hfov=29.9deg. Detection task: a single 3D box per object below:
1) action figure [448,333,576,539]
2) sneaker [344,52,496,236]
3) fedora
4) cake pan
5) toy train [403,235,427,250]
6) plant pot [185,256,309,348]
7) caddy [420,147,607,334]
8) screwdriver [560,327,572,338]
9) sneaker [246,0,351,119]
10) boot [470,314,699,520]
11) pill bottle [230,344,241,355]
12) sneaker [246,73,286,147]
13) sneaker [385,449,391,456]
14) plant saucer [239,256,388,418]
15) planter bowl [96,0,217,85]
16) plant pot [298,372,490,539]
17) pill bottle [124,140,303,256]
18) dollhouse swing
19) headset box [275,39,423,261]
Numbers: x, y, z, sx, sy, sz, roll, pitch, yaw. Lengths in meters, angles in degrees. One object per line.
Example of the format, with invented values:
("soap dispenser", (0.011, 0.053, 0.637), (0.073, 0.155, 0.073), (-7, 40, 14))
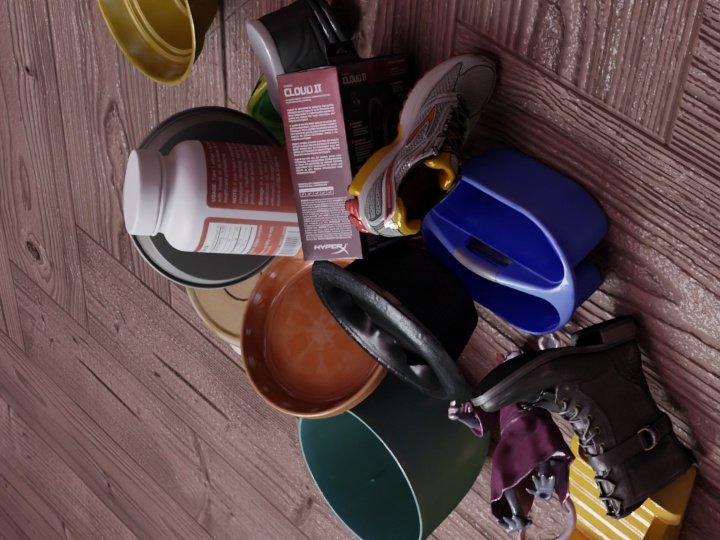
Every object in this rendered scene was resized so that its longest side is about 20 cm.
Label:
("action figure", (0.177, 0.158, 1.372), (0.133, 0.201, 0.149), (-26, 128, 22))
("sneaker", (0.073, -0.111, 1.245), (0.082, 0.201, 0.078), (20, 164, 48))
("fedora", (0.047, 0.036, 1.339), (0.200, 0.092, 0.201), (40, 163, 14))
("cake pan", (-0.159, -0.078, 1.474), (0.202, 0.199, 0.037), (67, 164, -15))
("toy train", (0.033, -0.086, 1.432), (0.149, 0.055, 0.203), (-7, 98, 34))
("plant pot", (-0.136, 0.004, 1.584), (0.198, 0.027, 0.203), (9, 109, 28))
("caddy", (0.140, -0.026, 1.289), (0.199, 0.104, 0.143), (32, 141, 34))
("screwdriver", (0.164, 0.025, 1.377), (0.200, 0.028, 0.029), (42, 175, 24))
("sneaker", (-0.049, -0.207, 1.420), (0.071, 0.099, 0.201), (52, 168, 33))
("boot", (0.214, 0.150, 1.257), (0.176, 0.198, 0.069), (70, 162, -1))
("pill bottle", (-0.122, 0.038, 1.697), (0.112, 0.112, 0.202), (22, 134, 43))
("sneaker", (-0.090, -0.163, 1.543), (0.083, 0.074, 0.201), (19, 134, 3))
("sneaker", (0.022, 0.237, 1.662), (0.200, 0.118, 0.074), (42, 143, 22))
("plant saucer", (-0.042, 0.063, 1.480), (0.199, 0.202, 0.032), (33, -179, 34))
("planter bowl", (-0.223, -0.324, 1.558), (0.200, 0.083, 0.202), (35, 142, 33))
("plant pot", (0.053, 0.198, 1.545), (0.200, 0.160, 0.202), (33, 140, 33))
("pill bottle", (-0.139, -0.075, 1.393), (0.112, 0.197, 0.114), (-177, 90, -70))
("dollhouse swing", (0.234, 0.285, 1.361), (0.181, 0.175, 0.202), (35, 142, 31))
("headset box", (-0.002, -0.123, 1.321), (0.076, 0.148, 0.203), (-3, 101, 33))
